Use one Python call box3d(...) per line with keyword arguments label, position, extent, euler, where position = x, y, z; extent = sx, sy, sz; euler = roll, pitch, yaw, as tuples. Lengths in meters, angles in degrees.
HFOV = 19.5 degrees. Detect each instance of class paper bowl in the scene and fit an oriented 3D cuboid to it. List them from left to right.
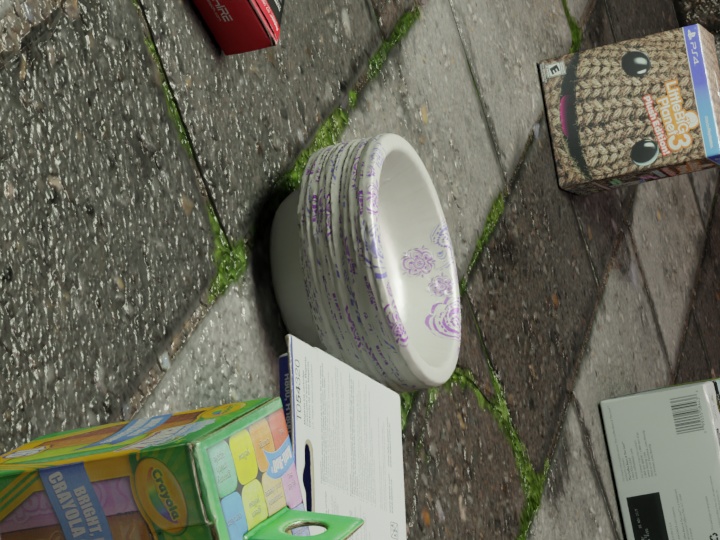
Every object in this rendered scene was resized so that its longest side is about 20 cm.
box3d(label="paper bowl", position=(0.000, 0.000, 1.635), extent=(0.201, 0.104, 0.201), euler=(-12, 90, -70))

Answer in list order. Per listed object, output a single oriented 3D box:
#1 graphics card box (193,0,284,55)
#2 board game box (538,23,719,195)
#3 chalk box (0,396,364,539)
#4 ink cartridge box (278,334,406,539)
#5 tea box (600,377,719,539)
box3d(label="graphics card box", position=(-0.097, -0.277, 1.607), extent=(0.126, 0.051, 0.200), euler=(58, 29, -43))
box3d(label="board game box", position=(0.331, -0.190, 2.507), extent=(0.097, 0.200, 0.160), euler=(8, 71, -69))
box3d(label="chalk box", position=(-0.101, 0.144, 1.134), extent=(0.124, 0.200, 0.124), euler=(-21, 99, -70))
box3d(label="ink cartridge box", position=(-0.022, 0.162, 1.470), extent=(0.200, 0.043, 0.197), euler=(33, 52, -60))
box3d(label="tea box", position=(0.390, 0.237, 2.524), extent=(0.197, 0.133, 0.200), euler=(-3, 82, -71))
